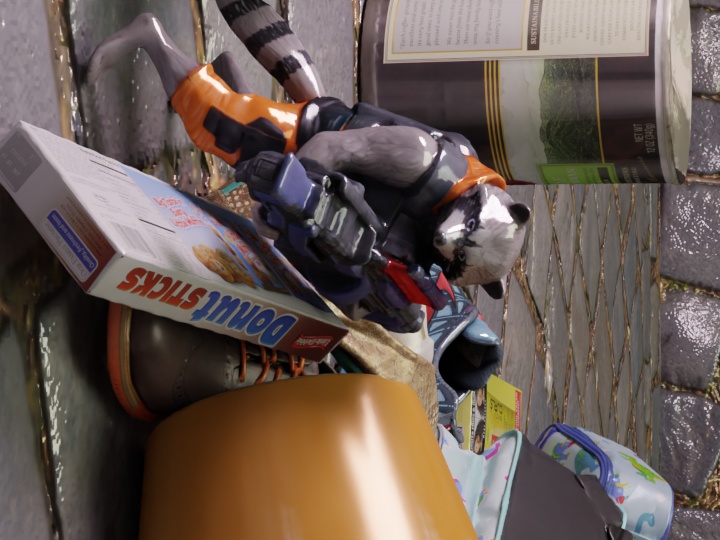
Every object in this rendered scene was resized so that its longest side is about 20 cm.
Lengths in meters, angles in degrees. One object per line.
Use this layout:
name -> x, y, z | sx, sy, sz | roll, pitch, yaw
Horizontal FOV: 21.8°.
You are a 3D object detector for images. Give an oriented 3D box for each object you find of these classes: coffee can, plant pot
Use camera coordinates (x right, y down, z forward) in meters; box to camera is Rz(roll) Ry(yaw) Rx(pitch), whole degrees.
coffee can -> 0.113, -0.129, 1.233 | 0.146, 0.198, 0.148 | 0, 90, -74
plant pot -> -0.020, 0.151, 0.806 | 0.200, 0.198, 0.185 | 50, 26, -67

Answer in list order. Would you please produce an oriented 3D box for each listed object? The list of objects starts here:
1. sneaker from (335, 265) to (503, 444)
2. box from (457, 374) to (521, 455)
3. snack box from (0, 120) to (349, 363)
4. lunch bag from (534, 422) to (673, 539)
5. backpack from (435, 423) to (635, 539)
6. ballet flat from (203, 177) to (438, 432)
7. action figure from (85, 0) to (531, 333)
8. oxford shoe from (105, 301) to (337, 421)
sneaker -> 0.047, 0.048, 1.189 | 0.201, 0.095, 0.080 | -73, 158, -47
box -> 0.079, 0.115, 1.391 | 0.200, 0.050, 0.076 | 35, 57, -73
snack box -> -0.071, -0.007, 0.757 | 0.072, 0.024, 0.200 | 48, 11, 23
lunch bag -> 0.151, 0.224, 1.428 | 0.201, 0.082, 0.161 | -65, -166, 6
backpack -> 0.038, 0.199, 1.017 | 0.201, 0.152, 0.176 | -56, -170, 30
ballet flat -> -0.004, 0.015, 0.931 | 0.065, 0.070, 0.200 | -46, 132, -2
action figure -> -0.015, -0.054, 0.772 | 0.105, 0.192, 0.200 | -58, 166, -7
oxford shoe -> -0.058, 0.036, 0.843 | 0.200, 0.072, 0.072 | 36, 56, -71
